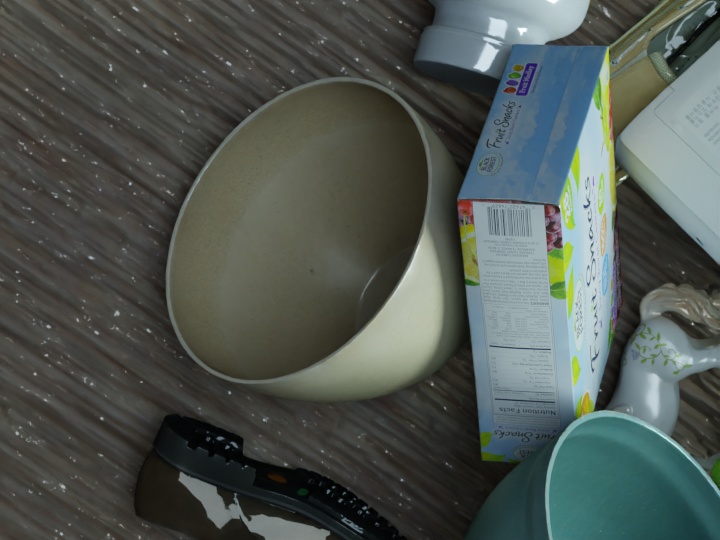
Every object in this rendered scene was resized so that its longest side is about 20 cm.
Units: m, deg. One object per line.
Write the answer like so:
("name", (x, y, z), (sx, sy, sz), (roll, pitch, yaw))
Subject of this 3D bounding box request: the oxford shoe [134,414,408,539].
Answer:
("oxford shoe", (-0.050, 0.167, 1.524), (0.200, 0.073, 0.084), (25, 100, -9))

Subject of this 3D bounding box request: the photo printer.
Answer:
("photo printer", (0.280, -0.062, 1.491), (0.166, 0.069, 0.200), (-43, 62, 0))

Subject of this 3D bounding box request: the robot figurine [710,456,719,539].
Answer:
("robot figurine", (0.297, 0.117, 1.484), (0.200, 0.175, 0.116), (-48, 62, 2))

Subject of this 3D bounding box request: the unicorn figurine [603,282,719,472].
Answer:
("unicorn figurine", (0.189, 0.102, 1.575), (0.137, 0.074, 0.200), (18, 77, -2))

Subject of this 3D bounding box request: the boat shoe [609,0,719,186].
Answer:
("boat shoe", (0.185, -0.122, 1.567), (0.072, 0.076, 0.200), (40, 81, -9))

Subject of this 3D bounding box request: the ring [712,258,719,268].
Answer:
("ring", (0.310, -0.068, 1.625), (0.200, 0.019, 0.201), (0, 89, -12))

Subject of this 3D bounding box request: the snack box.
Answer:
("snack box", (0.112, -0.009, 1.461), (0.068, 0.169, 0.200), (3, 127, 16))

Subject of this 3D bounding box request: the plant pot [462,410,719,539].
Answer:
("plant pot", (0.127, 0.200, 1.404), (0.200, 0.134, 0.200), (30, 44, -33))

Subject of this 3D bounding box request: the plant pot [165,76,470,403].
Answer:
("plant pot", (0.000, 0.000, 1.484), (0.134, 0.200, 0.200), (33, 81, -44))

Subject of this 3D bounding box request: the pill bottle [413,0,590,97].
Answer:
("pill bottle", (0.101, -0.214, 1.530), (0.112, 0.112, 0.200), (19, 85, -12))

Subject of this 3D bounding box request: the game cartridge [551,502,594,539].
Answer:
("game cartridge", (0.166, 0.212, 1.544), (0.133, 0.040, 0.200), (-18, 121, -9))
